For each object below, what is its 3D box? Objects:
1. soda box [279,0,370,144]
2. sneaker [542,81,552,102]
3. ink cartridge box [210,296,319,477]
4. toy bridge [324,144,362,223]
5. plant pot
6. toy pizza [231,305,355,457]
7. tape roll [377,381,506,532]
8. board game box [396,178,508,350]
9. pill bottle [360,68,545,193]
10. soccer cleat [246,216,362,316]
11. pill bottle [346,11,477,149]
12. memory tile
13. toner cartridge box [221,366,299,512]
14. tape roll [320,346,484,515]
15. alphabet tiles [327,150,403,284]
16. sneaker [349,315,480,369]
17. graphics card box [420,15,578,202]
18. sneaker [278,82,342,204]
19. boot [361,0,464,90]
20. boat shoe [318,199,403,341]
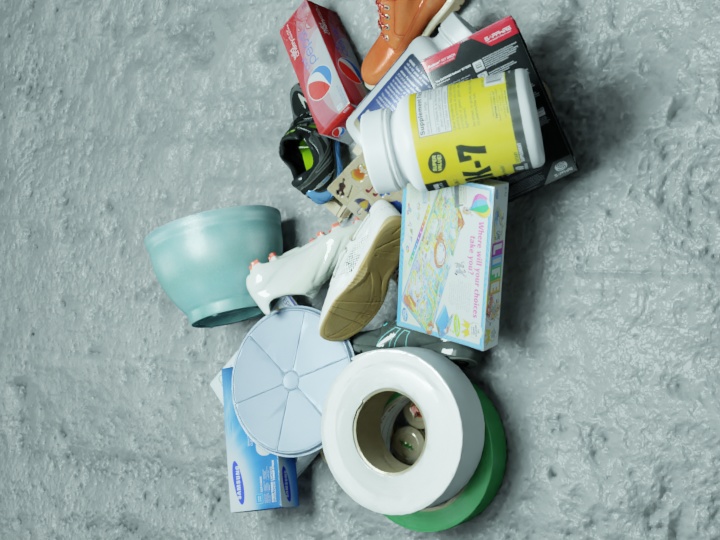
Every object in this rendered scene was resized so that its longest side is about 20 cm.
[{"bbox_3d":[-0.045,-0.275,1.771,0.070,0.063,0.202,-43,54,31],"label":"soda box"},{"bbox_3d":[0.155,-0.162,1.604,0.200,0.075,0.071,-45,61,30],"label":"sneaker"},{"bbox_3d":[-0.103,0.167,1.823,0.200,0.040,0.200,-49,59,22],"label":"ink cartridge box"},{"bbox_3d":[0.018,-0.150,1.750,0.067,0.027,0.202,42,112,33],"label":"toy bridge"},{"bbox_3d":[-0.196,0.003,1.814,0.199,0.199,0.136,-22,76,37],"label":"plant pot"},{"bbox_3d":[-0.087,0.149,1.727,0.197,0.032,0.204,-5,79,28],"label":"toy pizza"},{"bbox_3d":[0.087,0.228,1.633,0.198,0.048,0.204,-1,89,29],"label":"tape roll"},{"bbox_3d":[0.110,-0.017,1.559,0.133,0.034,0.203,16,111,36],"label":"board game box"},{"bbox_3d":[0.106,-0.155,1.477,0.197,0.114,0.116,-12,79,12],"label":"pill bottle"},{"bbox_3d":[-0.059,-0.007,1.739,0.198,0.069,0.078,-25,85,-7],"label":"soccer cleat"},{"bbox_3d":[0.082,-0.226,1.640,0.200,0.111,0.111,-48,59,16],"label":"pill bottle"},{"bbox_3d":[0.002,0.203,1.716,0.198,0.017,0.155,23,101,24],"label":"memory tile"},{"bbox_3d":[-0.141,0.231,1.790,0.094,0.043,0.203,-13,77,35],"label":"toner cartridge box"},{"bbox_3d":[0.051,0.196,1.587,0.200,0.070,0.206,0,89,30],"label":"tape roll"},{"bbox_3d":[0.060,-0.070,1.640,0.200,0.008,0.167,41,120,-10],"label":"alphabet tiles"},{"bbox_3d":[0.074,0.085,1.672,0.198,0.075,0.081,-1,72,34],"label":"sneaker"},{"bbox_3d":[0.169,-0.187,1.545,0.124,0.051,0.202,-25,91,12],"label":"graphics card box"},{"bbox_3d":[-0.073,-0.187,1.782,0.070,0.082,0.202,-34,48,36],"label":"sneaker"},{"bbox_3d":[0.044,-0.329,1.683,0.201,0.106,0.075,-53,41,24],"label":"boot"},{"bbox_3d":[0.000,0.000,1.653,0.201,0.070,0.070,-59,38,23],"label":"boat shoe"}]
